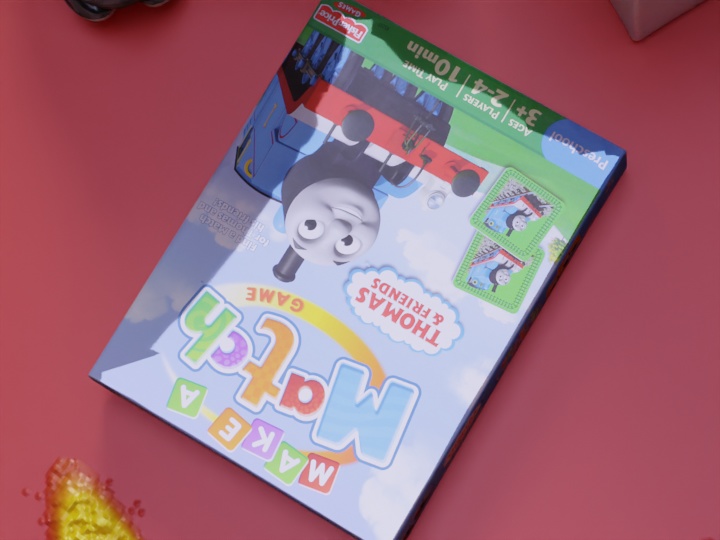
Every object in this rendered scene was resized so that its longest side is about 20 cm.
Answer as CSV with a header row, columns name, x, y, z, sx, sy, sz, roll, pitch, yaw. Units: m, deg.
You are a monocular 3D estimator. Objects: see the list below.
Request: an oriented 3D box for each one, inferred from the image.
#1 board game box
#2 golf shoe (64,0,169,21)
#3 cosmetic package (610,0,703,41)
name,x,y,z,sx,sy,sz,roll,pitch,yaw
board game box,0.000,0.000,0.914,0.151,0.037,0.200,30,84,10
golf shoe,-0.133,-0.211,0.946,0.077,0.088,0.200,-25,76,2
cosmetic package,0.113,-0.233,0.867,0.123,0.199,0.200,-31,78,-1
